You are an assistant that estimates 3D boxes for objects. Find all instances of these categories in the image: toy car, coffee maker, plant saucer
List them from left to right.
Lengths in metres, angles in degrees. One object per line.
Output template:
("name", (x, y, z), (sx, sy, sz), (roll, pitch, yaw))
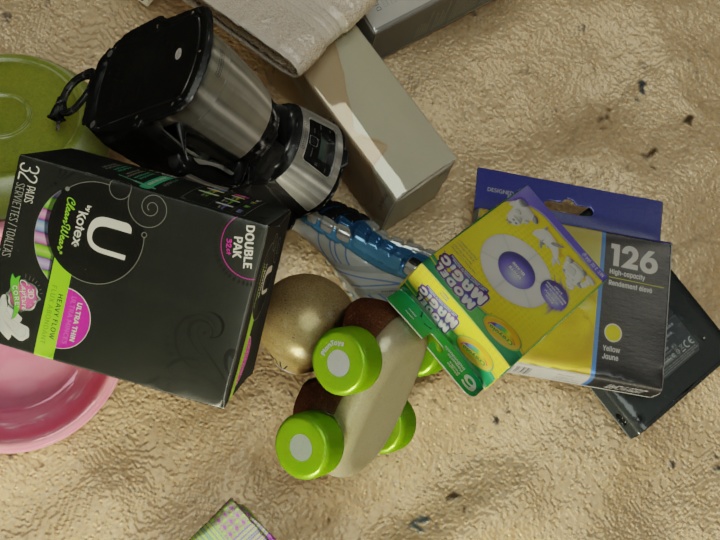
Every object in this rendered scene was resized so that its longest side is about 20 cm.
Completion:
("plant saucer", (-0.330, -0.134, 1.140), (0.197, 0.031, 0.202), (4, 54, -5))
("plant saucer", (-0.301, 0.054, 1.070), (0.198, 0.051, 0.204), (-6, 104, -27))
("coffee maker", (-0.138, -0.129, 1.120), (0.199, 0.191, 0.136), (37, 75, -43))
("toy car", (-0.048, 0.069, 1.095), (0.199, 0.164, 0.159), (32, 107, 25))

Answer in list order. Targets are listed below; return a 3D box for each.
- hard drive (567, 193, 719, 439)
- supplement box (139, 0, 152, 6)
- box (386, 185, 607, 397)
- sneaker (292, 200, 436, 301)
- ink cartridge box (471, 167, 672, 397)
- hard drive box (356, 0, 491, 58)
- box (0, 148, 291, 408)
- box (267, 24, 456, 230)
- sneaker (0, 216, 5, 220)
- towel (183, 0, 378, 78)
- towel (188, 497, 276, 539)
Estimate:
("hard drive", (0.254, 0.041, 1.214), (0.139, 0.033, 0.201), (-35, 81, -17))
("supplement box", (-0.206, -0.387, 1.251), (0.125, 0.074, 0.201), (35, 70, 2))
("box", (0.119, 0.016, 1.074), (0.118, 0.048, 0.199), (49, 49, 7))
("sneaker", (0.000, 0.000, 1.169), (0.198, 0.075, 0.088), (30, 113, 18))
("ink cartridge box", (0.197, 0.005, 1.176), (0.194, 0.047, 0.203), (9, 74, -5))
("hard drive box", (0.049, -0.329, 1.273), (0.198, 0.077, 0.157), (-29, 79, -17))
("box", (-0.171, 0.001, 0.975), (0.197, 0.124, 0.151), (16, 99, 3))
("box", (-0.001, -0.149, 1.201), (0.077, 0.095, 0.201), (-33, 79, -17))
("sneaker", (-0.365, -0.011, 1.109), (0.091, 0.078, 0.200), (44, 69, 11))
("towel", (-0.091, -0.277, 1.171), (0.199, 0.035, 0.133), (37, 66, 16))
("towel", (-0.091, 0.318, 1.076), (0.200, 0.023, 0.144), (45, 72, 7))
